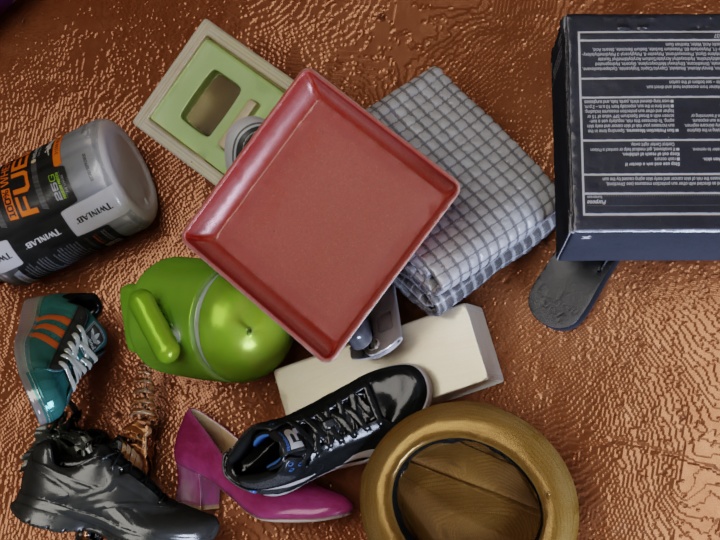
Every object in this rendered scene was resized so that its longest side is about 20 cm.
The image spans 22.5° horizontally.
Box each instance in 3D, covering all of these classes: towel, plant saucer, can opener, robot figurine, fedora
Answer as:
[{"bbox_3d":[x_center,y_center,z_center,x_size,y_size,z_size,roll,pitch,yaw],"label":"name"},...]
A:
[{"bbox_3d":[0.066,-0.072,1.701,0.165,0.086,0.200,-35,66,-21],"label":"towel"},{"bbox_3d":[-0.033,-0.049,1.638,0.200,0.037,0.200,39,95,25],"label":"plant saucer"},{"bbox_3d":[0.000,0.000,1.707,0.053,0.067,0.201,-23,45,15],"label":"can opener"},{"bbox_3d":[-0.145,0.047,1.748,0.199,0.175,0.116,5,103,44],"label":"robot figurine"},{"bbox_3d":[0.100,0.213,1.647,0.199,0.082,0.202,0,87,6],"label":"fedora"}]

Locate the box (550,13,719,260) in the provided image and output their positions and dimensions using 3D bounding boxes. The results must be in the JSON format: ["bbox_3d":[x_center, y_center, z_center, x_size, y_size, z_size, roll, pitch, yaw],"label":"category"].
[{"bbox_3d":[0.273,-0.115,1.614,0.199,0.123,0.200,0,77,0],"label":"box"}]

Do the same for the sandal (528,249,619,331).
[{"bbox_3d":[0.220,-0.038,1.686,0.076,0.043,0.201,22,86,24],"label":"sandal"}]

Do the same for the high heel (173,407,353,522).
[{"bbox_3d":[-0.093,0.188,1.742,0.199,0.067,0.097,3,89,35],"label":"high heel"}]

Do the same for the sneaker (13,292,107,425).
[{"bbox_3d":[-0.293,0.076,1.795,0.079,0.072,0.200,-16,31,2],"label":"sneaker"}]

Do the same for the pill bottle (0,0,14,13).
[{"bbox_3d":[-0.397,-0.345,1.952,0.200,0.112,0.113,-40,68,8],"label":"pill bottle"}]

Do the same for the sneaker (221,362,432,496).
[{"bbox_3d":[-0.032,0.148,1.634,0.199,0.112,0.073,-32,76,12],"label":"sneaker"}]

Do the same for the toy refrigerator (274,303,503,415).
[{"bbox_3d":[0.028,0.100,1.716,0.199,0.070,0.076,-21,78,16],"label":"toy refrigerator"}]

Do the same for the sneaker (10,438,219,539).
[{"bbox_3d":[-0.229,0.214,1.725,0.199,0.076,0.091,13,91,-4],"label":"sneaker"}]

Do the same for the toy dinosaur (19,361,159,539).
[{"bbox_3d":[-0.253,0.191,1.804,0.135,0.102,0.201,21,67,9],"label":"toy dinosaur"}]

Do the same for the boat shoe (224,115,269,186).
[{"bbox_3d":[-0.068,-0.056,1.728,0.068,0.201,0.057,-31,31,-14],"label":"boat shoe"}]

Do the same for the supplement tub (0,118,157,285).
[{"bbox_3d":[-0.319,-0.063,1.853,0.199,0.122,0.123,-25,70,14],"label":"supplement tub"}]

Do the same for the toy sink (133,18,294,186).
[{"bbox_3d":[-0.102,-0.135,1.793,0.200,0.112,0.131,38,93,24],"label":"toy sink"}]
